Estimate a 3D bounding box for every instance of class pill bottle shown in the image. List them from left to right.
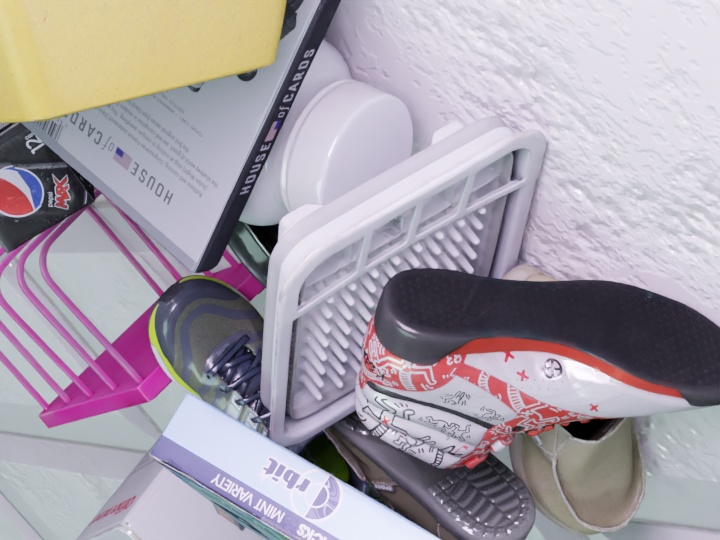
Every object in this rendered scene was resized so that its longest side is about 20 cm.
[{"bbox_3d":[-0.073,-0.091,1.178,0.200,0.111,0.111,25,151,30],"label":"pill bottle"}]

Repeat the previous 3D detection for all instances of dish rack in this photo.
[{"bbox_3d":[0.013,0.001,1.144,0.044,0.171,0.200,49,156,24],"label":"dish rack"}]

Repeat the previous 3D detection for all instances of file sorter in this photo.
[{"bbox_3d":[-0.173,0.008,1.449,0.126,0.139,0.200,50,154,-12],"label":"file sorter"}]

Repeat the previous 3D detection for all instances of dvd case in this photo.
[{"bbox_3d":[-0.094,-0.122,1.102,0.150,0.025,0.200,40,120,24],"label":"dvd case"}]

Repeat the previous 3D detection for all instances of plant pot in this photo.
[{"bbox_3d":[-0.143,-0.165,0.980,0.200,0.199,0.177,4,108,52],"label":"plant pot"}]

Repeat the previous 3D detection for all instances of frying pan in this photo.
[{"bbox_3d":[-0.083,-0.052,1.286,0.190,0.031,0.115,50,-169,-23],"label":"frying pan"}]

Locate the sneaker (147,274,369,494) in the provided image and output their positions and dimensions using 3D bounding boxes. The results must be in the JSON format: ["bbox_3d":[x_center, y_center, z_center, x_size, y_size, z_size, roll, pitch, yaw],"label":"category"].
[{"bbox_3d":[-0.056,0.081,1.343,0.200,0.074,0.081,49,167,-27],"label":"sneaker"}]

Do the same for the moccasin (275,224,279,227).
[{"bbox_3d":[0.000,0.000,1.268,0.200,0.068,0.080,43,154,-10],"label":"moccasin"}]

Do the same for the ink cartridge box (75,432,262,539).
[{"bbox_3d":[-0.097,0.137,1.470,0.087,0.200,0.145,44,154,-7],"label":"ink cartridge box"}]

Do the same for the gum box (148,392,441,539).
[{"bbox_3d":[-0.014,0.150,1.205,0.170,0.045,0.200,29,171,20],"label":"gum box"}]

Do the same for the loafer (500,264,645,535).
[{"bbox_3d":[0.126,0.086,1.225,0.068,0.076,0.200,23,149,45],"label":"loafer"}]

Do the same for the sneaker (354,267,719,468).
[{"bbox_3d":[0.096,0.061,1.140,0.201,0.067,0.108,9,138,-10],"label":"sneaker"}]

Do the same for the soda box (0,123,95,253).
[{"bbox_3d":[-0.208,-0.095,1.293,0.071,0.063,0.200,57,-171,-29],"label":"soda box"}]

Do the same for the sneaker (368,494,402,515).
[{"bbox_3d":[0.001,0.240,1.628,0.078,0.090,0.200,18,145,40],"label":"sneaker"}]

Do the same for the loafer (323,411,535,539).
[{"bbox_3d":[0.023,0.113,1.281,0.200,0.075,0.070,47,146,32],"label":"loafer"}]
